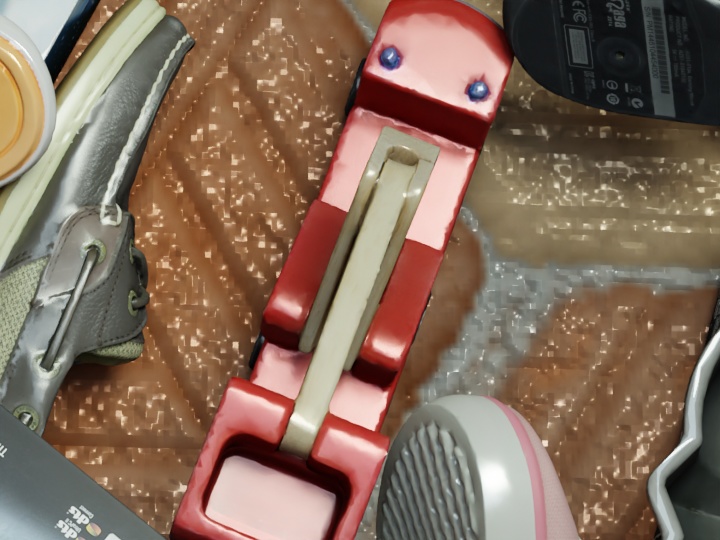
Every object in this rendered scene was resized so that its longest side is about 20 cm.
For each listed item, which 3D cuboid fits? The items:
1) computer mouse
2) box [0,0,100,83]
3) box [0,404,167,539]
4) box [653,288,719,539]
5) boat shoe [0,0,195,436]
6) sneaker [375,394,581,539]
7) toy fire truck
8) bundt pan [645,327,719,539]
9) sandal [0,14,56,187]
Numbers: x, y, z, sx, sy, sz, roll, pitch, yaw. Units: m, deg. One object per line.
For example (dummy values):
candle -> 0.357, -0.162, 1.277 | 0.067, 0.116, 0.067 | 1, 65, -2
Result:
computer mouse -> 0.136, -0.066, 0.786 | 0.199, 0.059, 0.034 | 12, 46, 21
box -> -0.145, -0.122, 0.865 | 0.136, 0.038, 0.201 | 28, 77, 2
box -> -0.138, 0.109, 0.740 | 0.200, 0.050, 0.158 | 38, 78, 11
box -> 0.206, 0.054, 0.818 | 0.199, 0.106, 0.123 | 18, 79, -1
boat shoe -> -0.097, 0.011, 0.828 | 0.065, 0.073, 0.201 | 29, 83, -6
sneaker -> 0.065, 0.105, 0.770 | 0.104, 0.201, 0.075 | -16, 40, -16
toy fire truck -> 0.000, 0.000, 0.796 | 0.049, 0.141, 0.201 | 21, 77, 0
bundt pan -> 0.168, 0.080, 0.718 | 0.201, 0.076, 0.203 | 1, 82, -4
sandal -> -0.192, -0.036, 0.790 | 0.206, 0.059, 0.080 | -12, 102, 20
